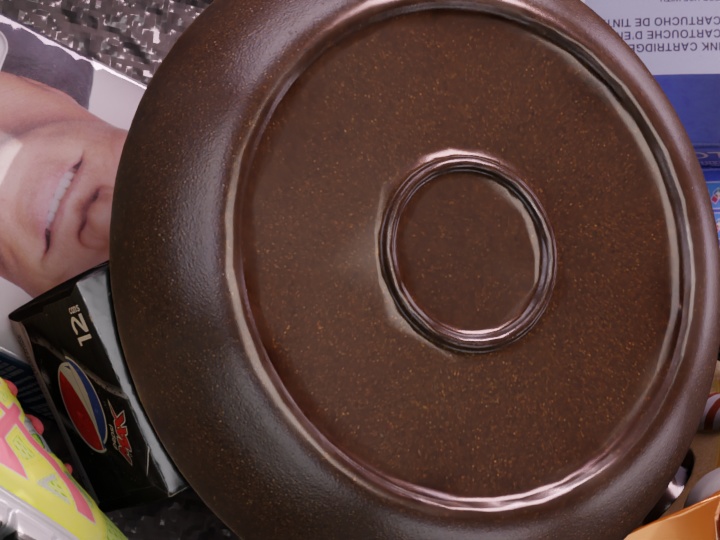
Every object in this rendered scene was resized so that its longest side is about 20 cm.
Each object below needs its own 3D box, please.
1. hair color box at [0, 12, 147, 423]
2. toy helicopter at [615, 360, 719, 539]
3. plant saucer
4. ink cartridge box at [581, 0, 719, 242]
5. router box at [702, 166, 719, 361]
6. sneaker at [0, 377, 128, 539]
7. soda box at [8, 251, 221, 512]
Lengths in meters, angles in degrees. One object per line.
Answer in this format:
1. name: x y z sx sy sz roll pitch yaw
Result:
1. hair color box: -0.107 -0.018 0.883 0.199 0.060 0.101 26 72 -20
2. toy helicopter: 0.129 0.049 0.909 0.200 0.132 0.079 -42 102 9
3. plant saucer: 0.026 -0.003 0.823 0.199 0.032 0.202 4 79 -24
4. ink cartridge box: 0.070 -0.101 0.961 0.119 0.042 0.201 -1 82 11
5. router box: 0.201 -0.015 1.031 0.199 0.052 0.158 -22 90 -26
6. sneaker: -0.123 0.040 0.805 0.200 0.078 0.091 44 42 -31
7. soda box: 0.000 0.000 0.862 0.199 0.063 0.071 -25 92 -27
